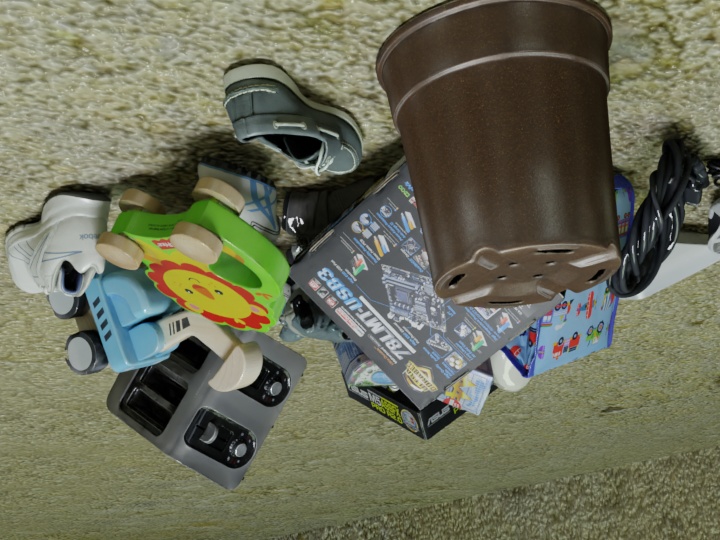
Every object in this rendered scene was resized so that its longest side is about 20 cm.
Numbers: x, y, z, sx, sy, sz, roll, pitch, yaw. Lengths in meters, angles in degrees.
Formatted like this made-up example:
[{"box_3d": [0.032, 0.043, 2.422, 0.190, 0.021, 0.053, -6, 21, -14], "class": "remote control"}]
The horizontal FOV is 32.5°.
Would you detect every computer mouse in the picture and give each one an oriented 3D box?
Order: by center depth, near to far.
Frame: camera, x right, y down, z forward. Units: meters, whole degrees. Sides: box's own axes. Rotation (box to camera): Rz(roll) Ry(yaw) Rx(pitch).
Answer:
[{"box_3d": [0.421, -0.078, 1.365, 0.108, 0.044, 0.201, -11, 156, -1], "class": "computer mouse"}]

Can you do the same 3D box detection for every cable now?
[{"box_3d": [0.293, -0.049, 1.245, 0.051, 0.164, 0.200, 32, -176, 18], "class": "cable"}]

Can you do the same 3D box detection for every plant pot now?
[{"box_3d": [0.119, -0.085, 0.991, 0.197, 0.201, 0.201, -5, 162, -2], "class": "plant pot"}]

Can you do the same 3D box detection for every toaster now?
[{"box_3d": [-0.187, 0.132, 1.471, 0.199, 0.182, 0.118, 25, 171, 46], "class": "toaster"}]

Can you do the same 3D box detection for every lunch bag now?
[{"box_3d": [0.216, -0.009, 1.280, 0.149, 0.094, 0.202, -14, 130, -44], "class": "lunch bag"}]

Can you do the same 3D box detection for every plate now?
[{"box_3d": [0.334, -0.012, 1.537, 0.198, 0.033, 0.199, 4, 158, -27], "class": "plate"}]

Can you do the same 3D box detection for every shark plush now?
[{"box_3d": [-0.035, 0.044, 1.316, 0.083, 0.091, 0.200, 31, 170, 6], "class": "shark plush"}]

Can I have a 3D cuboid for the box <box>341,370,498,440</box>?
[{"box_3d": [0.100, 0.117, 1.550, 0.199, 0.045, 0.160, -32, -147, -26], "class": "box"}]

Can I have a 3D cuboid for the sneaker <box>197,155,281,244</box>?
[{"box_3d": [-0.118, -0.053, 1.184, 0.071, 0.073, 0.200, 20, 166, 11], "class": "sneaker"}]

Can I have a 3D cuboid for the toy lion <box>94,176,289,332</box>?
[{"box_3d": [-0.139, -0.001, 1.173, 0.199, 0.069, 0.191, -4, 145, 47], "class": "toy lion"}]

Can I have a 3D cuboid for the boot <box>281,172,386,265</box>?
[{"box_3d": [0.000, 0.000, 1.269, 0.130, 0.202, 0.070, -12, -164, 14], "class": "boot"}]

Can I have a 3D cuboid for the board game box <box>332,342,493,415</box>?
[{"box_3d": [0.071, 0.081, 1.458, 0.197, 0.201, 0.062, 1, 127, -21], "class": "board game box"}]

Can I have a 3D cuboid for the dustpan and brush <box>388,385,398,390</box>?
[{"box_3d": [0.026, 0.086, 1.523, 0.137, 0.201, 0.058, -3, 134, -8], "class": "dustpan and brush"}]

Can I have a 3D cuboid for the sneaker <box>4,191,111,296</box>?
[{"box_3d": [-0.308, -0.010, 1.240, 0.074, 0.088, 0.200, 3, 160, -30], "class": "sneaker"}]

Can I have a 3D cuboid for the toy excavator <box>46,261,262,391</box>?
[{"box_3d": [-0.215, 0.057, 1.315, 0.199, 0.197, 0.100, -26, 171, 30], "class": "toy excavator"}]

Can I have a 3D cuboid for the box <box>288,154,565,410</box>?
[{"box_3d": [0.063, 0.006, 1.192, 0.198, 0.200, 0.050, -41, -172, 28], "class": "box"}]

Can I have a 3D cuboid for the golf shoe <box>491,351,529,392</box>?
[{"box_3d": [0.205, 0.061, 1.446, 0.077, 0.203, 0.097, -3, -157, -31], "class": "golf shoe"}]

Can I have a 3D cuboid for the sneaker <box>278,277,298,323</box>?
[{"box_3d": [-0.116, 0.004, 1.368, 0.072, 0.072, 0.200, -33, 155, 5], "class": "sneaker"}]

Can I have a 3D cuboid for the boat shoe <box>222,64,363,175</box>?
[{"box_3d": [-0.055, -0.112, 1.065, 0.072, 0.063, 0.200, -14, 160, 22], "class": "boat shoe"}]
